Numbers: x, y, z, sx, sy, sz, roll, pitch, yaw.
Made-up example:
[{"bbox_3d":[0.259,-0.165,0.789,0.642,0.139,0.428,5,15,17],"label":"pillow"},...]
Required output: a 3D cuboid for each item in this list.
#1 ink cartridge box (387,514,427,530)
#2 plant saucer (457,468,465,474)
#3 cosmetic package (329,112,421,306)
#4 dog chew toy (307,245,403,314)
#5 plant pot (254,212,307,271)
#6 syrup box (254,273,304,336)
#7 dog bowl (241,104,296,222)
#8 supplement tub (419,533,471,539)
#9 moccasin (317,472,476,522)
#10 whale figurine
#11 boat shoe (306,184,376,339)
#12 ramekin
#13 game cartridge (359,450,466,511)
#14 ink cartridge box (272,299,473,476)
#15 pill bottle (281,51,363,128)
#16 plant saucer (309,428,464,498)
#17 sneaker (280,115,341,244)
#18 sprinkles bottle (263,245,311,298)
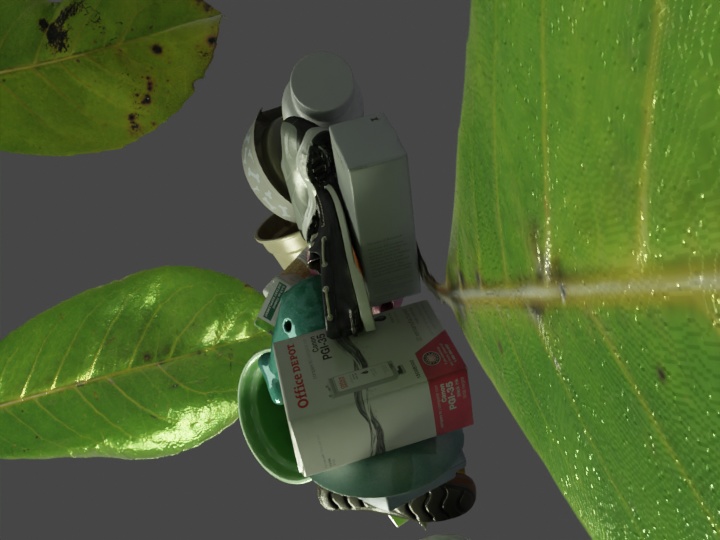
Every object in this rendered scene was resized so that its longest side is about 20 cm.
[{"bbox_3d":[0.040,0.321,1.142,0.149,0.075,0.200,52,-169,2],"label":"ink cartridge box"},{"bbox_3d":[0.070,0.239,1.006,0.200,0.035,0.203,41,139,48],"label":"plant saucer"},{"bbox_3d":[0.019,-0.069,0.874,0.102,0.070,0.202,-112,10,-50],"label":"cosmetic package"},{"bbox_3d":[0.000,0.000,1.036,0.200,0.123,0.126,-128,22,-53],"label":"dog chew toy"},{"bbox_3d":[-0.080,-0.033,1.444,0.186,0.198,0.201,65,178,-23],"label":"plant pot"},{"bbox_3d":[-0.042,0.086,1.049,0.080,0.198,0.081,-63,-13,9],"label":"syrup box"},{"bbox_3d":[-0.096,-0.165,1.135,0.058,0.198,0.204,-29,72,44],"label":"dog bowl"},{"bbox_3d":[0.109,0.432,0.903,0.146,0.142,0.202,-111,9,-45],"label":"supplement tub"},{"bbox_3d":[0.046,0.267,0.920,0.078,0.198,0.075,-56,-45,-60],"label":"moccasin"},{"bbox_3d":[-0.079,0.094,0.955,0.103,0.200,0.161,6,-130,-49],"label":"whale figurine"},{"bbox_3d":[-0.034,-0.012,0.866,0.074,0.059,0.203,76,178,-63],"label":"boat shoe"},{"bbox_3d":[-0.085,0.206,1.110,0.197,0.097,0.204,8,102,39],"label":"ramekin"},{"bbox_3d":[0.019,0.217,0.904,0.199,0.131,0.042,21,129,57],"label":"game cartridge"},{"bbox_3d":[0.009,0.127,0.827,0.147,0.196,0.084,-116,12,-57],"label":"ink cartridge box"},{"bbox_3d":[-0.051,-0.206,0.999,0.200,0.109,0.113,97,157,-75],"label":"pill bottle"},{"bbox_3d":[0.022,0.185,0.865,0.201,0.197,0.039,-119,21,-67],"label":"plant saucer"},{"bbox_3d":[-0.064,-0.116,0.957,0.079,0.074,0.202,39,150,28],"label":"sneaker"},{"bbox_3d":[-0.063,-0.014,1.164,0.068,0.200,0.068,40,165,13],"label":"sprinkles bottle"}]
